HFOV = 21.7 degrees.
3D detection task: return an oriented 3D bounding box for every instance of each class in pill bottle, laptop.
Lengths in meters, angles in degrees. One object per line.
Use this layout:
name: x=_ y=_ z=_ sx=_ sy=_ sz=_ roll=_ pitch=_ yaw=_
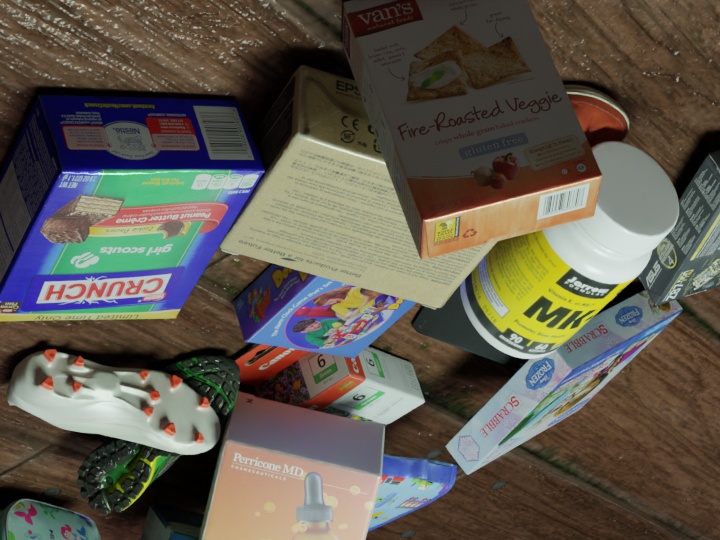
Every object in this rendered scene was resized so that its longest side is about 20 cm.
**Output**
pill bottle: x=0.179 y=-0.018 z=1.615 sx=0.114 sy=0.115 sz=0.200 roll=-1 pitch=150 yaw=-30
laptop: x=0.176 y=0.003 z=1.815 sx=0.199 sy=0.103 sz=0.178 roll=-31 pitch=162 yaw=-37

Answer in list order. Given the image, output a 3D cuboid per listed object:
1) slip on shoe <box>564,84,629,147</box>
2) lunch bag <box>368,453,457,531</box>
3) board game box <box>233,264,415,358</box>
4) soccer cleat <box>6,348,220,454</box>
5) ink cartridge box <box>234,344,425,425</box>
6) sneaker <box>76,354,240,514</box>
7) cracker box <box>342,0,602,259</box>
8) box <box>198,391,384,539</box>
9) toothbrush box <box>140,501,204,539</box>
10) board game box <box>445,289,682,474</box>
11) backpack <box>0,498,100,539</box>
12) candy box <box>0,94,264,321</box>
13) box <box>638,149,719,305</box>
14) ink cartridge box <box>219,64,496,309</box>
slip on shoe: x=0.143 y=-0.114 z=1.546 sx=0.199 sy=0.061 sz=0.074 roll=3 pitch=142 yaw=-37
lunch bag: x=-0.010 y=0.221 z=1.923 sx=0.199 sy=0.095 sz=0.150 roll=-16 pitch=159 yaw=40
board game box: x=0.000 y=0.000 z=1.666 sx=0.134 sy=0.045 sz=0.200 roll=11 pitch=139 yaw=-42
soccer cleat: x=-0.222 y=0.121 z=1.698 sx=0.199 sy=0.070 sz=0.078 roll=20 pitch=147 yaw=-24
ink cartridge box: x=-0.038 y=0.115 z=1.830 sx=0.109 sy=0.051 sz=0.200 roll=-33 pitch=150 yaw=24
sneaker: x=-0.188 y=0.144 z=1.789 sx=0.200 sy=0.078 sz=0.085 roll=-41 pitch=-179 yaw=22
cracker box: x=0.077 y=-0.118 z=1.355 sx=0.133 sy=0.201 sz=0.058 roll=-15 pitch=150 yaw=-9
box: x=-0.072 y=0.238 z=1.781 sx=0.151 sy=0.106 sz=0.201 roll=13 pitch=112 yaw=-3
toothbrush box: x=-0.125 y=0.316 z=1.948 sx=0.199 sy=0.086 sz=0.146 roll=17 pitch=-179 yaw=-15
board game box: x=0.207 y=0.109 z=1.910 sx=0.199 sy=0.041 sz=0.200 roll=-23 pitch=160 yaw=-43
backpack: x=-0.349 y=0.315 z=1.855 sx=0.199 sy=0.178 sz=0.150 roll=23 pitch=128 yaw=-37
candy box: x=-0.192 y=-0.044 z=1.444 sx=0.168 sy=0.077 sz=0.200 roll=-2 pitch=147 yaw=-31
box: x=0.366 y=-0.054 z=1.777 sx=0.160 sy=0.049 sz=0.200 roll=-18 pitch=153 yaw=-24
ink cartridge box: x=0.010 y=-0.061 z=1.468 sx=0.199 sy=0.076 sz=0.165 roll=15 pitch=144 yaw=-20
